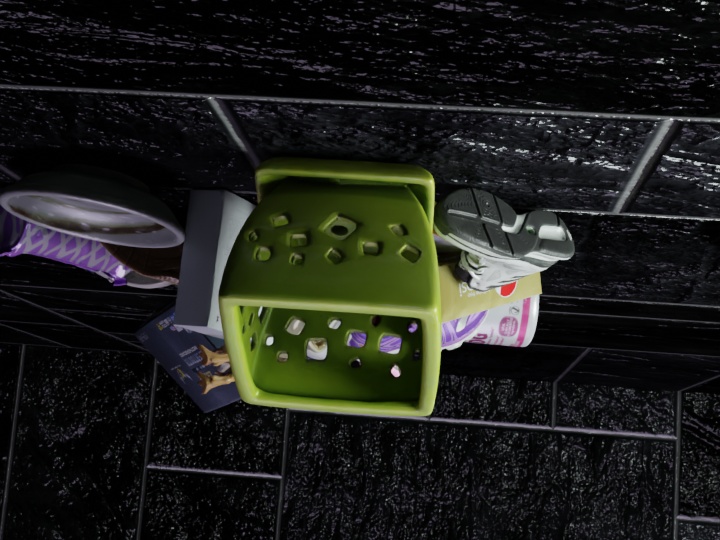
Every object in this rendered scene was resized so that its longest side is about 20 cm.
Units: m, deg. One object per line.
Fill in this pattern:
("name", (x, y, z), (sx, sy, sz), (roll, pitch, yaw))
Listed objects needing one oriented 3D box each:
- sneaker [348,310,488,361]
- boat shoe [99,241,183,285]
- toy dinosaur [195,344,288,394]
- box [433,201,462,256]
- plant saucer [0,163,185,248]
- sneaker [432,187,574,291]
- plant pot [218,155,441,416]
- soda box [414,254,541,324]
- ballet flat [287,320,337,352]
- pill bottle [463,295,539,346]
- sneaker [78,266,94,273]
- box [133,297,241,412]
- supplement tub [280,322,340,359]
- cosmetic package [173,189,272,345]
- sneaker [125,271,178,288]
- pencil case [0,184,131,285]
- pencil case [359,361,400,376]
("sneaker", (0.073, 0.058, 1.380), (0.197, 0.082, 0.084), (-17, 164, -22))
("boat shoe", (-0.235, -0.022, 1.392), (0.198, 0.073, 0.072), (26, 176, -19))
("toy dinosaur", (-0.132, 0.101, 1.329), (0.105, 0.061, 0.199), (-16, -170, -32))
("box", (0.035, -0.053, 1.259), (0.118, 0.042, 0.199), (-3, 165, 38))
("plant saucer", (-0.280, -0.073, 1.225), (0.197, 0.051, 0.200), (8, 168, 2))
("sneaker", (0.125, -0.017, 1.205), (0.199, 0.077, 0.115), (11, 143, -42))
("plant pot", (-0.019, 0.009, 1.097), (0.196, 0.184, 0.200), (3, 147, 3))
("soda box", (0.123, 0.013, 1.332), (0.198, 0.065, 0.067), (-14, -170, -43))
("ballet flat", (-0.042, 0.017, 1.326), (0.068, 0.070, 0.202), (6, 130, -12))
("pill bottle", (0.126, 0.035, 1.499), (0.196, 0.115, 0.113), (5, 170, -2))
("sneaker", (-0.297, -0.032, 1.489), (0.197, 0.072, 0.073), (8, 139, 19))
("box", (-0.217, 0.110, 1.578), (0.158, 0.051, 0.199), (49, 150, -9))
("supplement tub", (-0.120, 0.049, 1.600), (0.197, 0.148, 0.144), (-2, 168, 34))
("cosmetic package", (-0.138, 0.004, 1.333), (0.051, 0.154, 0.200), (0, 169, 22))
("sneaker", (-0.238, -0.005, 1.551), (0.197, 0.076, 0.084), (0, 165, 22))
("pencil case", (-0.351, -0.040, 1.375), (0.083, 0.087, 0.199), (2, 170, 37))
("pencil case", (0.035, 0.091, 1.604), (0.082, 0.204, 0.086), (0, 171, 31))
